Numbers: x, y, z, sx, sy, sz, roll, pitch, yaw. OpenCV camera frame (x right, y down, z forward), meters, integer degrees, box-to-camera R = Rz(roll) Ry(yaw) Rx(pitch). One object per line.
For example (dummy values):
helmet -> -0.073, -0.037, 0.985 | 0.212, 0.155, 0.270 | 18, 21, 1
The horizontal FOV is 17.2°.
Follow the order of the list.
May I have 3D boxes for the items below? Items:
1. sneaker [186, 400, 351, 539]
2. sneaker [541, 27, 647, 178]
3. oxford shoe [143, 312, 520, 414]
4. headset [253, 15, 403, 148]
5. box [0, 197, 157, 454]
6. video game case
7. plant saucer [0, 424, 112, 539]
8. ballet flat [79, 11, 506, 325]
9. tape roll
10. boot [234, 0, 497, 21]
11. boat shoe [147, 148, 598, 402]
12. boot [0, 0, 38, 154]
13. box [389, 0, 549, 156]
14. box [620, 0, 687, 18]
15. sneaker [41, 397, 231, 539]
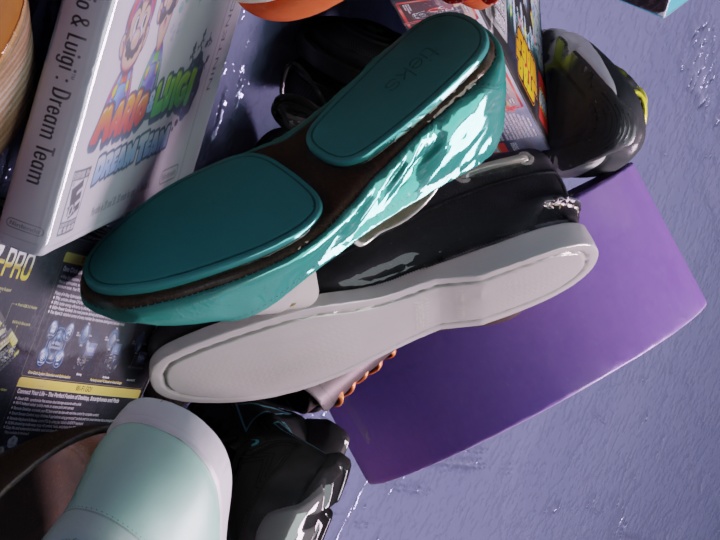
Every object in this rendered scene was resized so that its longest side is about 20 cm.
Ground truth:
sneaker -> -0.051, 0.099, 1.072 | 0.200, 0.079, 0.076 | -123, -124, -87
sneaker -> 0.120, -0.089, 1.260 | 0.200, 0.084, 0.075 | -140, -121, -72
oxford shoe -> -0.011, 0.029, 1.079 | 0.071, 0.200, 0.073 | 143, -61, -65
headset -> -0.003, -0.056, 1.109 | 0.124, 0.094, 0.200 | -66, 168, -1
box -> -0.151, 0.053, 0.936 | 0.161, 0.049, 0.200 | -65, 159, 4
video game case -> -0.074, -0.107, 0.913 | 0.200, 0.024, 0.182 | -40, 148, -75
plant saucer -> -0.149, 0.143, 0.936 | 0.200, 0.032, 0.200 | -50, 158, -28
ballet flat -> -0.017, -0.023, 0.948 | 0.200, 0.067, 0.070 | -36, 137, -17
tape roll -> 0.072, 0.027, 1.235 | 0.200, 0.085, 0.200 | -29, -179, 1
boot -> 0.025, -0.135, 0.946 | 0.200, 0.075, 0.107 | -39, 134, -32
boat shoe -> 0.000, 0.000, 1.015 | 0.200, 0.060, 0.074 | -19, 155, -7
boot -> -0.171, -0.045, 0.752 | 0.155, 0.074, 0.200 | 80, 27, -59
box -> 0.051, -0.152, 1.125 | 0.200, 0.040, 0.137 | 50, 36, -67
box -> 0.163, -0.248, 1.319 | 0.049, 0.082, 0.200 | -38, 145, -48
sneaker -> -0.097, 0.157, 0.924 | 0.118, 0.074, 0.201 | -52, 149, -41
